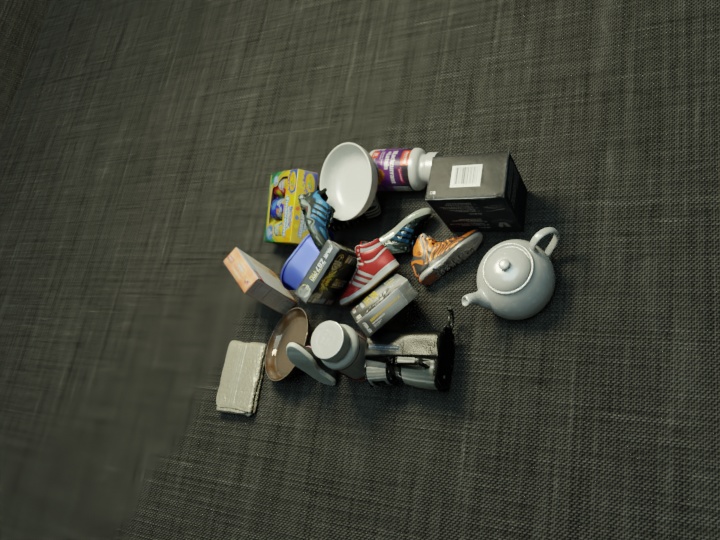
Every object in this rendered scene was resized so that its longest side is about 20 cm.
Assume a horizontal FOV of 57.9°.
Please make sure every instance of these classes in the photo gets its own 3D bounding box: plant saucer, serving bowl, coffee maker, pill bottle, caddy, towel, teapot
[{"bbox_3d":[-0.189,0.200,1.740,0.199,0.032,0.204,-35,42,38],"label":"plant saucer"},{"bbox_3d":[-0.022,-0.235,1.742,0.197,0.065,0.206,0,91,44],"label":"serving bowl"},{"bbox_3d":[0.121,0.192,1.568,0.195,0.136,0.194,1,46,27],"label":"coffee maker"},{"bbox_3d":[0.121,-0.272,1.754,0.196,0.111,0.114,3,71,29],"label":"pill bottle"},{"bbox_3d":[-0.131,-0.020,1.771,0.104,0.141,0.201,38,89,31],"label":"caddy"},{"bbox_3d":[-0.329,0.298,1.813,0.129,0.034,0.205,1,69,28],"label":"towel"},{"bbox_3d":[-0.036,0.197,1.591,0.107,0.200,0.112,-11,64,24],"label":"pill bottle"},{"bbox_3d":[0.351,0.006,1.492,0.193,0.146,0.205,3,70,29],"label":"teapot"}]

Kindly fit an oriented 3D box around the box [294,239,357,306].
[{"bbox_3d":[-0.079,0.010,1.682,0.049,0.200,0.163,37,95,17],"label":"box"}]

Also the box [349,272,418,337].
[{"bbox_3d":[0.053,0.080,1.592,0.158,0.200,0.049,-41,97,-1],"label":"box"}]

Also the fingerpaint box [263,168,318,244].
[{"bbox_3d":[-0.201,-0.176,1.850,0.165,0.072,0.206,5,88,54],"label":"fingerpaint box"}]

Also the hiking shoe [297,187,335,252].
[{"bbox_3d":[-0.102,-0.136,1.697,0.085,0.075,0.203,-21,58,0],"label":"hiking shoe"}]

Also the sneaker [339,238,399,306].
[{"bbox_3d":[0.000,0.000,1.698,0.199,0.071,0.114,-38,83,23],"label":"sneaker"}]

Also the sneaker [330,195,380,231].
[{"bbox_3d":[-0.038,-0.187,1.839,0.195,0.076,0.118,-11,59,13],"label":"sneaker"}]

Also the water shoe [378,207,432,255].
[{"bbox_3d":[0.120,-0.084,1.715,0.198,0.071,0.080,-37,78,16],"label":"water shoe"}]

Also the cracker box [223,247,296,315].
[{"bbox_3d":[-0.275,0.033,1.791,0.058,0.200,0.134,-43,56,4],"label":"cracker box"}]

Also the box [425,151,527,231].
[{"bbox_3d":[0.284,-0.184,1.573,0.192,0.200,0.120,2,71,28],"label":"box"}]

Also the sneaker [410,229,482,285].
[{"bbox_3d":[0.206,-0.064,1.641,0.198,0.077,0.113,-35,58,12],"label":"sneaker"}]

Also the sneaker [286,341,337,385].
[{"bbox_3d":[-0.115,0.204,1.645,0.069,0.200,0.101,-4,56,34],"label":"sneaker"}]

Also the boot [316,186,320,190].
[{"bbox_3d":[-0.164,-0.215,1.907,0.098,0.074,0.200,-52,43,9],"label":"boot"}]
